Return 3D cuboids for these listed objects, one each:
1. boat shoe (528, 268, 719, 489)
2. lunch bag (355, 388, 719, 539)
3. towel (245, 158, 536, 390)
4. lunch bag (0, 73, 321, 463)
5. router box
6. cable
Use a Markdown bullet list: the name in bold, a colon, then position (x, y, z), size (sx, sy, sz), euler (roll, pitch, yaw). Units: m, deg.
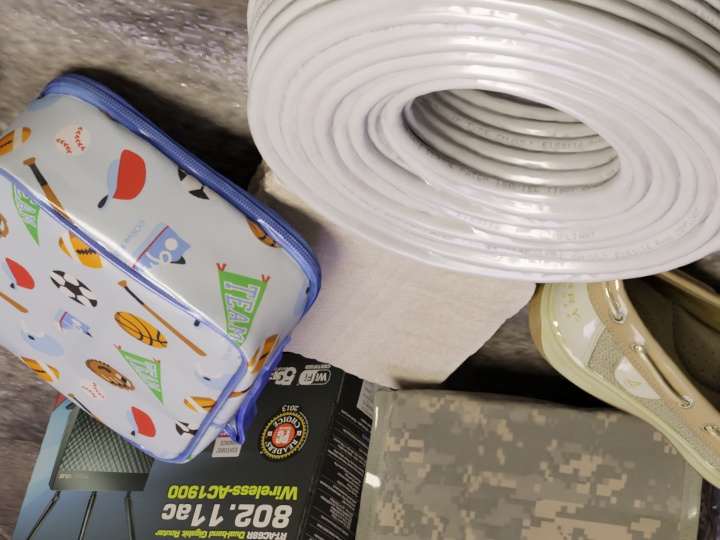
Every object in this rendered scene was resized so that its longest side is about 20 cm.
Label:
- **boat shoe**: position (0.168, 0.049, 0.965), size (0.201, 0.073, 0.063), euler (32, 155, -21)
- **lunch bag**: position (0.096, 0.129, 1.107), size (0.164, 0.118, 0.200), euler (5, 166, 12)
- **towel**: position (0.000, 0.000, 0.993), size (0.132, 0.035, 0.200), euler (20, 156, -10)
- **lunch bag**: position (-0.101, 0.008, 0.969), size (0.160, 0.076, 0.200), euler (35, 156, -1)
- **router box**: position (-0.087, 0.123, 1.161), size (0.200, 0.150, 0.062), euler (-4, 149, 34)
- **cable**: position (0.055, -0.065, 0.777), size (0.200, 0.069, 0.200), euler (7, 155, 16)
